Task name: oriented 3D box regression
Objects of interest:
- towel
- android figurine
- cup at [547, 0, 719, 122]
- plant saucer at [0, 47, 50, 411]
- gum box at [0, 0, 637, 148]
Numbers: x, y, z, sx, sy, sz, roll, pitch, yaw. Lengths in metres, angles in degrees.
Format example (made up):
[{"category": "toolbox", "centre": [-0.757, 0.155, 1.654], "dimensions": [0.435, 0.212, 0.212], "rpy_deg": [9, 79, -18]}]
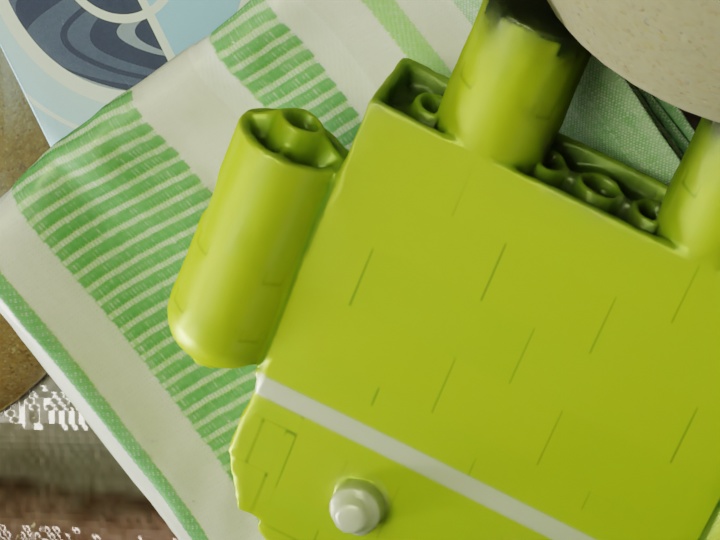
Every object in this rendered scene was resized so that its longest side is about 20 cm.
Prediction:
[{"category": "towel", "centre": [0.000, 0.000, 0.799], "dimensions": [0.199, 0.023, 0.153], "rpy_deg": [-31, 103, 30]}, {"category": "android figurine", "centre": [0.038, 0.029, 0.766], "dimensions": [0.181, 0.041, 0.201], "rpy_deg": [27, 119, 4]}, {"category": "cup", "centre": [0.107, -0.118, 0.691], "dimensions": [0.200, 0.200, 0.144], "rpy_deg": [41, 133, 26]}, {"category": "plant saucer", "centre": [-0.159, -0.046, 0.936], "dimensions": [0.199, 0.035, 0.202], "rpy_deg": [0, 89, 33]}, {"category": "gum box", "centre": [-0.032, -0.107, 0.819], "dimensions": [0.169, 0.045, 0.201], "rpy_deg": [-25, 93, 30]}]
